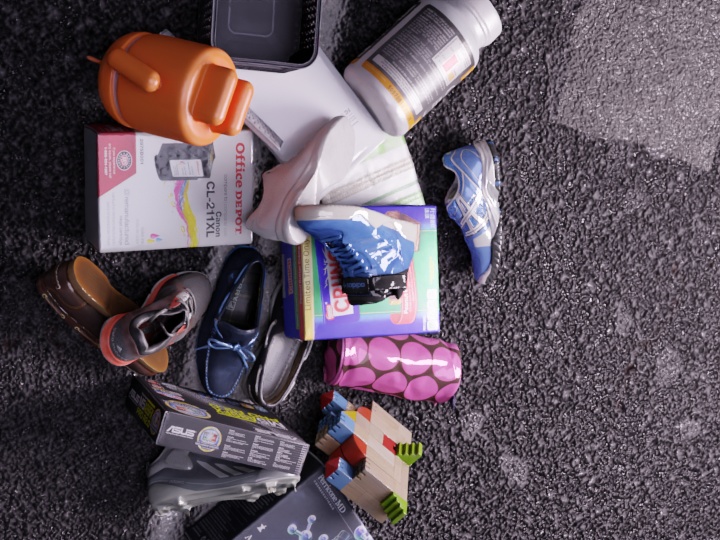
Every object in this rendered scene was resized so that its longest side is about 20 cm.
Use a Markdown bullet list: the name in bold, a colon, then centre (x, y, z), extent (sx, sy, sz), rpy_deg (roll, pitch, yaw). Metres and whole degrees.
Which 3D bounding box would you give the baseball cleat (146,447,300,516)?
- **baseball cleat**: centre (-0.180, 0.252, 1.708), extent (0.197, 0.070, 0.108), rpy_deg (-9, 65, -4)

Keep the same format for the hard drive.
- **hard drive**: centre (-0.074, -0.206, 1.695), extent (0.132, 0.027, 0.201), rpy_deg (-42, 107, -11)

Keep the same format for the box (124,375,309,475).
- **box**: centre (-0.184, 0.195, 1.675), extent (0.198, 0.160, 0.045), rpy_deg (17, 94, -26)

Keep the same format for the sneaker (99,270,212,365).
- **sneaker**: centre (-0.231, 0.059, 1.626), extent (0.200, 0.081, 0.078), rpy_deg (-42, 116, -50)

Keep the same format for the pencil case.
- **pencil case**: centre (0.041, 0.133, 1.811), extent (0.198, 0.091, 0.094), rpy_deg (13, 131, -25)

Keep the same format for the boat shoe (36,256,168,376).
- **boat shoe**: centre (-0.318, 0.062, 1.640), extent (0.070, 0.071, 0.201), rpy_deg (-23, 124, 21)

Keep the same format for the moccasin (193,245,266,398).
- **moccasin**: centre (-0.168, 0.069, 1.705), extent (0.079, 0.068, 0.203), rpy_deg (5, 100, -25)

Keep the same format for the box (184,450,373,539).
- **box**: centre (-0.108, 0.359, 1.777), extent (0.199, 0.107, 0.149), rpy_deg (-38, 114, -13)

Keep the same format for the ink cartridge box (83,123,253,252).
- **ink cartridge box**: centre (-0.234, -0.106, 1.627), extent (0.197, 0.083, 0.148), rpy_deg (-4, 103, -24)

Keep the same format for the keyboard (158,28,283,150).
- **keyboard**: centre (-0.169, -0.222, 1.620), extent (0.200, 0.056, 0.011), rpy_deg (44, 108, -11)

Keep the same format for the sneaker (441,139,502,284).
- **sneaker**: centre (0.156, -0.079, 1.830), extent (0.076, 0.076, 0.203), rpy_deg (-6, 105, 0)

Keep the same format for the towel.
- **towel**: centre (0.014, -0.090, 1.780), extent (0.148, 0.031, 0.202), rpy_deg (-23, 108, -21)

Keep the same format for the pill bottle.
- **pill bottle**: centre (0.082, -0.279, 1.716), extent (0.200, 0.116, 0.117), rpy_deg (-43, 115, -10)

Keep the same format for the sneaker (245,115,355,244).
- **sneaker**: centre (-0.078, -0.121, 1.646), extent (0.201, 0.087, 0.076), rpy_deg (-59, 142, -33)

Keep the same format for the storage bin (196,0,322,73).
- **storage bin**: centre (-0.121, -0.347, 1.603), extent (0.133, 0.094, 0.203), rpy_deg (3, 95, -19)

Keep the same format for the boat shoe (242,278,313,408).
- **boat shoe**: centre (-0.095, 0.086, 1.747), extent (0.073, 0.060, 0.202), rpy_deg (27, 89, -25)

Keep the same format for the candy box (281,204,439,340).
- **candy box**: centre (0.000, 0.000, 1.719), extent (0.197, 0.077, 0.172), rpy_deg (-2, 91, -24)

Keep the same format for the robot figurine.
- **robot figurine**: centre (-0.222, -0.213, 1.531), extent (0.144, 0.198, 0.118), rpy_deg (-38, 136, -48)

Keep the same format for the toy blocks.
- **toy blocks**: centre (0.000, 0.236, 1.762), extent (0.136, 0.201, 0.100), rpy_deg (40, 115, -17)

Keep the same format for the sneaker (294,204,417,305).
- **sneaker**: centre (-0.006, -0.015, 1.612), extent (0.199, 0.076, 0.113), rpy_deg (13, 81, -51)
